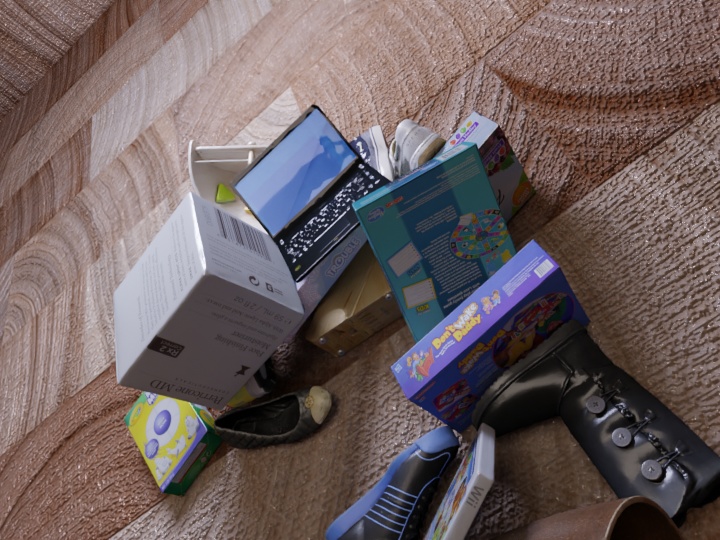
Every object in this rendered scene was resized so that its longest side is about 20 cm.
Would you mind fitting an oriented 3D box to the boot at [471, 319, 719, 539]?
[{"bbox_3d":[0.222,0.172,0.573,0.165,0.065,0.201,-45,50,9],"label":"boot"}]

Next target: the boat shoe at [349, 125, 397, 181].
[{"bbox_3d":[0.008,-0.149,0.894,0.090,0.076,0.202,-22,32,9],"label":"boat shoe"}]

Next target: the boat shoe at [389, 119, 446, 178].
[{"bbox_3d":[0.073,-0.157,0.796,0.069,0.200,0.071,44,85,6],"label":"boat shoe"}]

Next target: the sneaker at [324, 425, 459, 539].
[{"bbox_3d":[0.049,0.266,0.649,0.200,0.070,0.078,-47,56,8],"label":"sneaker"}]

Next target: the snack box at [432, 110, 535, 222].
[{"bbox_3d":[0.118,-0.074,0.739,0.201,0.142,0.053,-48,48,5],"label":"snack box"}]

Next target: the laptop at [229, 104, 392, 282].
[{"bbox_3d":[-0.071,-0.113,0.787,0.177,0.104,0.200,-42,29,2],"label":"laptop"}]

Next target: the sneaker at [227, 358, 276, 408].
[{"bbox_3d":[-0.194,0.122,0.903,0.090,0.078,0.203,-38,40,15],"label":"sneaker"}]

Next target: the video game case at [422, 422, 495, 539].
[{"bbox_3d":[0.076,0.256,0.553,0.018,0.143,0.205,26,98,12],"label":"video game case"}]

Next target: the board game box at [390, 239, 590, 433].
[{"bbox_3d":[0.145,0.080,0.633,0.199,0.134,0.045,-42,46,8],"label":"board game box"}]

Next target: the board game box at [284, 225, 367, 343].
[{"bbox_3d":[-0.078,-0.028,0.877,0.201,0.043,0.200,-51,26,15],"label":"board game box"}]

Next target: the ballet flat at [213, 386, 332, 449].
[{"bbox_3d":[-0.123,0.209,0.816,0.196,0.057,0.068,-24,52,24],"label":"ballet flat"}]

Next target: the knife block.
[{"bbox_3d":[0.000,0.000,0.843,0.197,0.064,0.179,-34,48,17],"label":"knife block"}]

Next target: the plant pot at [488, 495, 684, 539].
[{"bbox_3d":[0.156,0.295,0.485,0.197,0.184,0.193,-25,49,44],"label":"plant pot"}]

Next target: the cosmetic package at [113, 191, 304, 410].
[{"bbox_3d":[-0.209,0.046,0.785,0.201,0.163,0.167,-47,43,18],"label":"cosmetic package"}]

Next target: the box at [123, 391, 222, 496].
[{"bbox_3d":[-0.308,0.244,0.939,0.119,0.048,0.199,-53,48,-1],"label":"box"}]

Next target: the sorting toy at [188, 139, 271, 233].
[{"bbox_3d":[-0.169,-0.105,0.919,0.192,0.108,0.186,-1,67,1],"label":"sorting toy"}]

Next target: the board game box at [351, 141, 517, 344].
[{"bbox_3d":[0.097,-0.017,0.666,0.147,0.205,0.047,-26,16,0],"label":"board game box"}]
